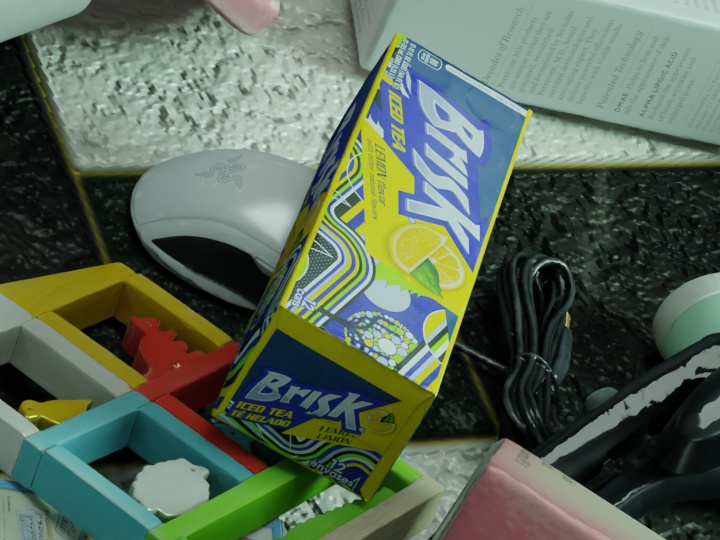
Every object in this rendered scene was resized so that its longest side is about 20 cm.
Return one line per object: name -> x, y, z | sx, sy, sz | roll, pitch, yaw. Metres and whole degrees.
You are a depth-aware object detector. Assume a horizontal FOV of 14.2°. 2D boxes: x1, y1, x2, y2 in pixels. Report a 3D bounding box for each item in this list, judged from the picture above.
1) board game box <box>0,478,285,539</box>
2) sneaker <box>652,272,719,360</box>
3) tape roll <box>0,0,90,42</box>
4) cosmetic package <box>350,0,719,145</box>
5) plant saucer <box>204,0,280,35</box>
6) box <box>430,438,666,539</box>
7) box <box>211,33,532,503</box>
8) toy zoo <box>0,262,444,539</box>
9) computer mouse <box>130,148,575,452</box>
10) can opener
board game box -> -0.086, 0.167, 1.000 | 0.134, 0.034, 0.201 | 10, 46, -19
sneaker -> 0.235, 0.053, 1.235 | 0.199, 0.074, 0.119 | -7, 46, -15
tape roll -> -0.177, -0.186, 1.160 | 0.070, 0.203, 0.203 | -23, 61, -22
cosmetic package -> 0.096, -0.130, 1.345 | 0.199, 0.074, 0.102 | 10, 41, -17
plant saucer -> -0.091, -0.193, 1.241 | 0.201, 0.051, 0.201 | 51, 7, -9
box -> 0.102, 0.158, 1.013 | 0.199, 0.109, 0.128 | 32, 3, 4
box -> 0.008, -0.006, 1.121 | 0.070, 0.064, 0.200 | 29, 36, -6
toy zoo -> -0.082, 0.055, 1.082 | 0.199, 0.021, 0.131 | 34, 31, 22
computer mouse -> 0.000, 0.000, 1.195 | 0.199, 0.044, 0.110 | 25, 44, -4
can opener -> 0.091, 0.083, 1.134 | 0.199, 0.079, 0.063 | -31, 57, -19
